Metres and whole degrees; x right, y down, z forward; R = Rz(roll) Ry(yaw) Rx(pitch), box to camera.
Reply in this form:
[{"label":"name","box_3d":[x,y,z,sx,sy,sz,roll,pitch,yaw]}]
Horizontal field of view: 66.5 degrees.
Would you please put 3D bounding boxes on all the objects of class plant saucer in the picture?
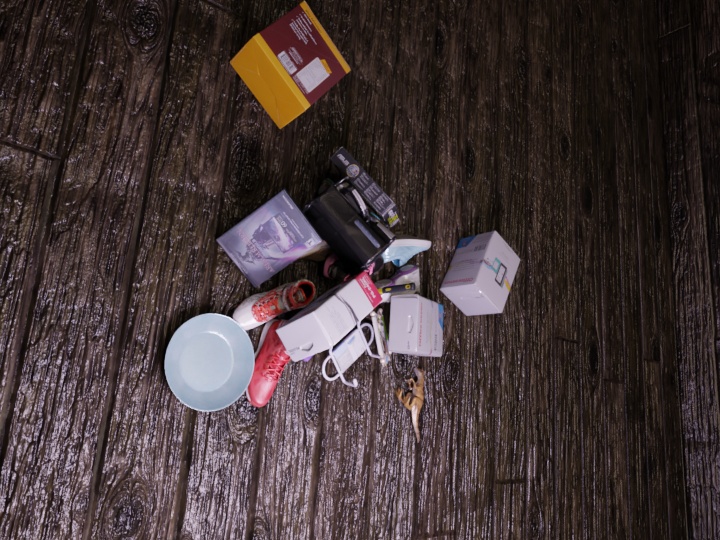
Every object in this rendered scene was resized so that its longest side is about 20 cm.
[{"label":"plant saucer","box_3d":[-0.323,0.195,1.170,0.199,0.038,0.205,7,78,-36]}]

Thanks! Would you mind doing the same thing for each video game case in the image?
[{"label":"video game case","box_3d":[-0.204,-0.070,1.230,0.144,0.199,0.019,52,14,-17]}]

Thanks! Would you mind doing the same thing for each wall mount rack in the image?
[{"label":"wall mount rack","box_3d":[-0.018,0.183,1.375,0.200,0.074,0.176,-41,120,-36]}]

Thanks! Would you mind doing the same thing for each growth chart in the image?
[{"label":"growth chart","box_3d":[0.053,0.168,1.399,0.200,0.017,0.147,23,53,-81]}]

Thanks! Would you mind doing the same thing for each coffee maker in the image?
[{"label":"coffee maker","box_3d":[-0.042,-0.087,1.304,0.192,0.135,0.201,-40,88,-6]}]

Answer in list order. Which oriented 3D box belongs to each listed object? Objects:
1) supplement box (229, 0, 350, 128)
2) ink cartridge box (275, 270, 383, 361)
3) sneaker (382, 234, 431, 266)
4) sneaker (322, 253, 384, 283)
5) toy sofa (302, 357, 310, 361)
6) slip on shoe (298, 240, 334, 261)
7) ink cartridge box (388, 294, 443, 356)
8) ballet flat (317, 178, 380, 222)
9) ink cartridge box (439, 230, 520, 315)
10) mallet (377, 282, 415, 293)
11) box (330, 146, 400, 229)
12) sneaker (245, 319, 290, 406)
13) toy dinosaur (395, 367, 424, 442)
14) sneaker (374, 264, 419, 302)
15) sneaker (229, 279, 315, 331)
[{"label":"supplement box","box_3d":[-0.170,-0.505,1.352,0.198,0.132,0.201,52,56,-19]},{"label":"ink cartridge box","box_3d":[-0.066,0.098,1.195,0.200,0.144,0.084,-37,97,-48]},{"label":"sneaker","box_3d":[0.120,-0.055,1.553,0.198,0.074,0.083,-2,106,-39]},{"label":"sneaker","box_3d":[0.000,0.000,1.405,0.198,0.095,0.080,-12,121,-44]},{"label":"toy sofa","box_3d":[-0.081,0.129,1.344,0.200,0.082,0.098,-40,105,-36]},{"label":"slip on shoe","box_3d":[-0.109,-0.050,1.366,0.199,0.075,0.062,-28,116,-42]},{"label":"ink cartridge box","box_3d":[0.152,0.152,1.474,0.199,0.083,0.147,24,67,-61]},{"label":"ballet flat","box_3d":[-0.036,-0.162,1.451,0.199,0.072,0.073,34,63,-29]},{"label":"ink cartridge box","box_3d":[0.365,0.012,1.674,0.146,0.146,0.202,42,60,-26]},{"label":"mallet","box_3d":[0.052,0.062,1.390,0.041,0.198,0.067,12,80,-51]},{"label":"box","box_3d":[0.016,-0.204,1.390,0.044,0.160,0.200,-42,78,1]},{"label":"sneaker","box_3d":[-0.192,0.202,1.222,0.078,0.115,0.203,21,70,-33]},{"label":"toy dinosaur","box_3d":[0.149,0.364,1.499,0.105,0.060,0.203,19,71,-36]},{"label":"sneaker","box_3d":[0.095,0.063,1.499,0.198,0.074,0.101,-27,116,-30]},{"label":"sneaker","box_3d":[-0.194,0.074,1.247,0.200,0.107,0.068,-26,98,-38]}]
